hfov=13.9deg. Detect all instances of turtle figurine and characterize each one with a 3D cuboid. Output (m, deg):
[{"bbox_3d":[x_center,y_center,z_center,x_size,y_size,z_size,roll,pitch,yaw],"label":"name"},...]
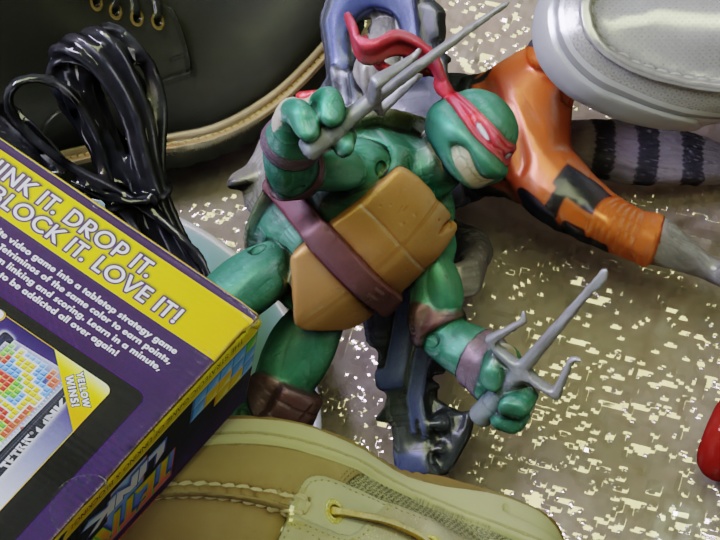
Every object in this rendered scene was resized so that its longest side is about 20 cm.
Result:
[{"bbox_3d":[0.000,0.000,1.001,0.200,0.150,0.101,-43,24,8],"label":"turtle figurine"}]

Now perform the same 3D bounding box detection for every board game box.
[{"bbox_3d":[-0.159,0.027,0.908,0.200,0.057,0.165,34,57,14],"label":"board game box"}]

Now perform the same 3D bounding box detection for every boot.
[{"bbox_3d":[-0.002,0.133,0.950,0.200,0.072,0.155,16,40,-30],"label":"boot"},{"bbox_3d":[-0.093,-0.104,1.083,0.200,0.139,0.077,-28,49,-20],"label":"boot"},{"bbox_3d":[0.166,-0.092,1.017,0.199,0.096,0.074,-1,78,-15],"label":"boot"}]

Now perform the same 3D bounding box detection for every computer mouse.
[{"bbox_3d":[-0.154,-0.006,1.058,0.199,0.053,0.139,-13,107,5],"label":"computer mouse"}]

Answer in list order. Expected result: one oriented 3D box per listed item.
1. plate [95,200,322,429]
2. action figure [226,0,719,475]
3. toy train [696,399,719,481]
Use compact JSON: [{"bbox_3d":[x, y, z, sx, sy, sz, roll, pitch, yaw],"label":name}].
[{"bbox_3d":[-0.112,0.065,1.077,0.200,0.026,0.201,-2,64,3],"label":"plate"},{"bbox_3d":[0.048,-0.020,1.091,0.193,0.105,0.201,0,90,11],"label":"action figure"},{"bbox_3d":[0.192,-0.006,1.042,0.084,0.116,0.200,23,67,13],"label":"toy train"}]
